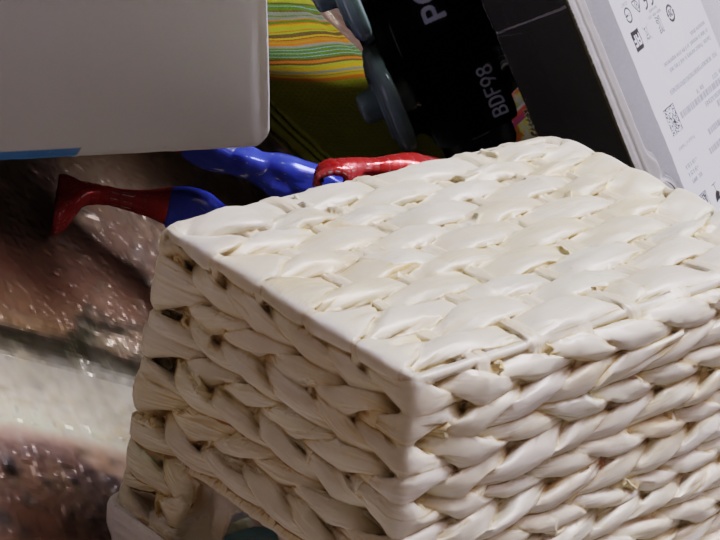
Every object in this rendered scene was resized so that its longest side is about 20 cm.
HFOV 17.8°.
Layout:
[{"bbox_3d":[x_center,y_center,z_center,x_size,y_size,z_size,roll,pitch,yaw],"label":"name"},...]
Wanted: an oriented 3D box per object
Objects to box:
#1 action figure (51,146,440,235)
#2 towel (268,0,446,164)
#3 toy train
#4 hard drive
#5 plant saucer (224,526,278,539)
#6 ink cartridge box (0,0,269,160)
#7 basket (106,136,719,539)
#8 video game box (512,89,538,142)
[{"bbox_3d":[-0.011,-0.018,0.848,0.199,0.066,0.052,10,26,-9],"label":"action figure"},{"bbox_3d":[-0.005,-0.069,0.977,0.086,0.018,0.200,-7,37,-36],"label":"towel"},{"bbox_3d":[0.012,-0.138,0.913,0.114,0.085,0.201,-109,175,-58],"label":"toy train"},{"bbox_3d":[0.116,-0.061,0.895,0.140,0.038,0.201,-38,108,-55],"label":"hard drive"},{"bbox_3d":[0.024,0.159,0.770,0.201,0.039,0.201,37,26,-22],"label":"plant saucer"},{"bbox_3d":[-0.112,-0.132,0.838,0.144,0.085,0.200,-4,39,-5],"label":"ink cartridge box"},{"bbox_3d":[0.035,0.044,0.742,0.199,0.124,0.135,-16,33,-40],"label":"basket"},{"bbox_3d":[0.148,-0.054,1.122,0.182,0.047,0.200,40,-19,-6],"label":"video game box"}]
